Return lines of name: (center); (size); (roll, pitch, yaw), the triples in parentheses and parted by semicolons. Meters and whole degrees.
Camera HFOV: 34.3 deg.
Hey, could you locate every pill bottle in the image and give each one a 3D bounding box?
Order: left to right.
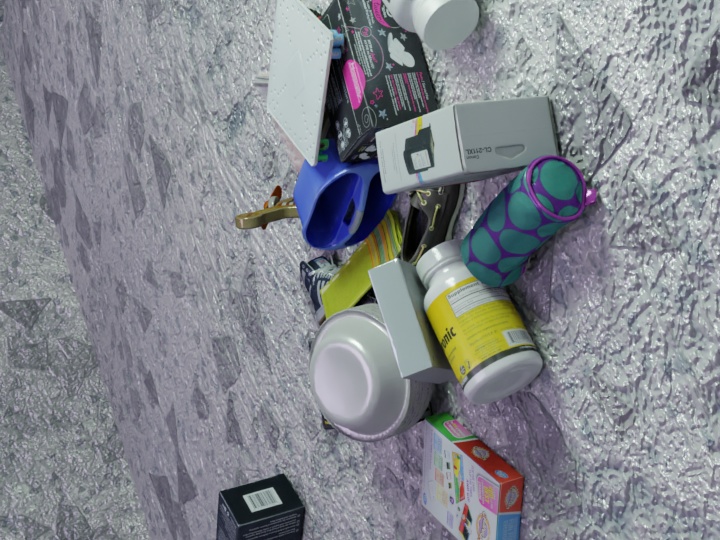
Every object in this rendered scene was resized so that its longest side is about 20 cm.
pill bottle: (0.073, -0.381, 1.513); (0.201, 0.109, 0.111); (61, 148, 32)
pill bottle: (0.149, 0.063, 1.531); (0.202, 0.110, 0.112); (65, 150, 26)

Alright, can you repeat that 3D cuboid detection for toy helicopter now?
toy helicopter: (-0.133, -0.101, 1.922); (0.131, 0.199, 0.080); (11, 111, 43)

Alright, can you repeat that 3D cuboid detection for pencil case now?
pencil case: (0.199, -0.057, 1.416); (0.200, 0.091, 0.086); (127, 161, -59)

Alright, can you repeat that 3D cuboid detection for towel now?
towel: (-0.096, -0.236, 1.915); (0.199, 0.032, 0.193); (18, 139, 63)
towel: (0.000, 0.000, 1.798); (0.200, 0.018, 0.087); (-49, 35, 31)

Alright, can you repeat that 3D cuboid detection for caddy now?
caddy: (-0.021, -0.110, 1.767); (0.106, 0.139, 0.201); (66, 151, 30)

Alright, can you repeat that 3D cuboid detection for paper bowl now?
paper bowl: (0.002, 0.156, 1.738); (0.199, 0.104, 0.204); (8, 103, 38)

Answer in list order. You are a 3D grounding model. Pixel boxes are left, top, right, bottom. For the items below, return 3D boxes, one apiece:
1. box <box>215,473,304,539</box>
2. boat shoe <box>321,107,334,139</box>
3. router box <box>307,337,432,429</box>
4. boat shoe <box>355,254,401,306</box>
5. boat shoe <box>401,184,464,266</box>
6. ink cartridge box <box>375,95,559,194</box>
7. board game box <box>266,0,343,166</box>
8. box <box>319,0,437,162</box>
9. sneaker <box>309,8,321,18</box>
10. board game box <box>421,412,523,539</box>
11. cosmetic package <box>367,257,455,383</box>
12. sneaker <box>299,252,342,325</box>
box: (-0.206, 0.535, 2.364); (0.107, 0.147, 0.202); (48, 139, 46)
boat shoe: (-0.028, -0.220, 1.783); (0.073, 0.064, 0.202); (-71, -1, -64)
router box: (0.013, 0.168, 1.833); (0.198, 0.051, 0.152); (-11, 89, 42)
boat shoe: (0.029, 0.037, 1.811); (0.200, 0.061, 0.075); (-52, 53, 55)
boat shoe: (0.098, -0.092, 1.626); (0.072, 0.060, 0.204); (46, 139, 46)
ink cartridge box: (0.130, -0.155, 1.448); (0.199, 0.144, 0.084); (-9, 90, 63)
board game box: (-0.083, -0.286, 1.698); (0.200, 0.026, 0.202); (-128, 39, -48)
box: (0.017, -0.275, 1.658); (0.132, 0.113, 0.203); (-38, 64, 62)
sneaker: (-0.083, -0.336, 1.871); (0.202, 0.078, 0.096); (63, 151, 29)
board game box: (0.158, 0.320, 1.687); (0.200, 0.040, 0.155); (37, 131, 53)
cosmetic package: (0.081, 0.074, 1.605); (0.153, 0.051, 0.200); (71, -166, 14)
sneaker: (-0.044, 0.011, 1.935); (0.110, 0.069, 0.200); (69, 155, 14)
